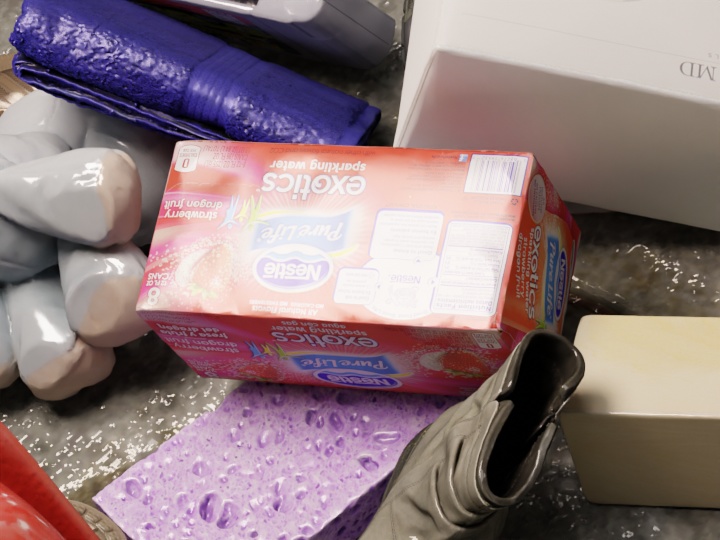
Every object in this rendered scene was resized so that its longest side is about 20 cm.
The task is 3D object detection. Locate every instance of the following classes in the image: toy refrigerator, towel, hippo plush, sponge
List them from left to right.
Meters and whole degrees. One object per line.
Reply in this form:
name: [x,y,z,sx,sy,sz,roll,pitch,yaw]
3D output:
hippo plush: [-0.178,-0.027,1.607,0.200,0.159,0.161,14,24,14]
towel: [-0.090,-0.097,1.588,0.200,0.050,0.148,24,11,2]
sponge: [-0.027,0.093,1.493,0.200,0.030,0.112,-38,48,-16]
toy refrigerator: [0.205,0.068,1.404,0.200,0.076,0.070,1,50,21]

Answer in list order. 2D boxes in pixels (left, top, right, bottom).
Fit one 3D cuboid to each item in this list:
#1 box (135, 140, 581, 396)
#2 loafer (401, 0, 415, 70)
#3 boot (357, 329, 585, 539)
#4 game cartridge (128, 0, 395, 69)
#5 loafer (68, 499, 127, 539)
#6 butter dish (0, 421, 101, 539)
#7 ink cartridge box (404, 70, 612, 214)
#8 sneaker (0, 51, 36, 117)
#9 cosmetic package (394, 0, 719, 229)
box: [0.000,0.000,1.469,0.200,0.095,0.100,3,66,22]
loafer: [0.062,-0.077,1.568,0.070,0.068,0.201,-13,59,23]
boot: [0.038,0.124,1.362,0.068,0.131,0.200,27,57,-7]
game cartridge: [-0.087,-0.159,1.672,0.200,0.133,0.041,14,90,22]
loafer: [-0.202,0.186,1.443,0.200,0.068,0.076,-32,63,-25]
butter dish: [-0.175,0.188,1.323,0.200,0.199,0.148,-44,18,-21]
ink cartridge box: [0.105,-0.114,1.637,0.163,0.057,0.200,-3,70,17]
sneaker: [-0.191,-0.090,1.705,0.200,0.070,0.076,-11,63,17]
cosmetic package: [0.134,-0.146,1.511,0.199,0.123,0.200,11,61,-6]
